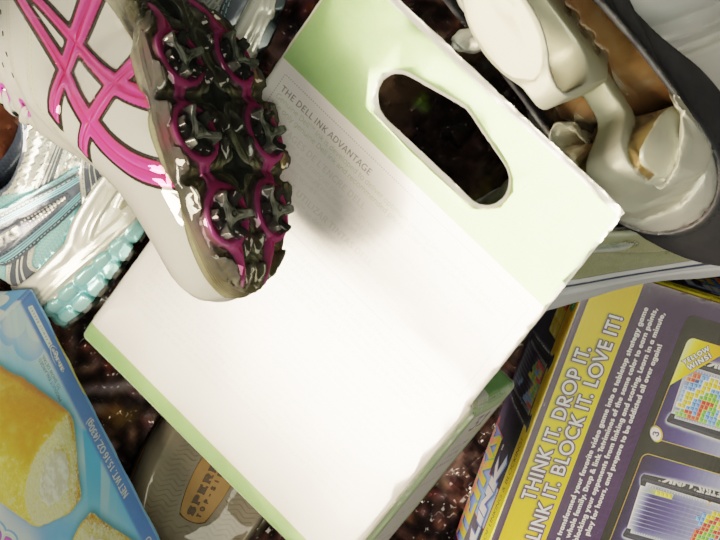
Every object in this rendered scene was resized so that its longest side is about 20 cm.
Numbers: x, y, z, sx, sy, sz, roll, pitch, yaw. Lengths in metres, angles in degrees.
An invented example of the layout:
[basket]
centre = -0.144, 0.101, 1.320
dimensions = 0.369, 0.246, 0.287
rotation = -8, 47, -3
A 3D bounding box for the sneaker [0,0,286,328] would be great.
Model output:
[sneaker]
centre = -0.097, -0.076, 0.979
dimensions = 0.086, 0.078, 0.200
rotation = 31, 100, -13

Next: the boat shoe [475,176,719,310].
[boat shoe]
centre = 0.132, -0.032, 1.003
dimensions = 0.200, 0.062, 0.072
rotation = -20, 77, -24

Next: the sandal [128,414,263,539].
[sandal]
centre = -0.043, 0.042, 1.035
dimensions = 0.082, 0.055, 0.200
rotation = 24, 103, -15

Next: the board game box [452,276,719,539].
[board game box]
centre = 0.136, 0.101, 1.082
dimensions = 0.165, 0.057, 0.200
rotation = 17, 104, -12

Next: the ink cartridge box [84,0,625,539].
[ink cartridge box]
centre = 0.000, 0.000, 0.948
dimensions = 0.146, 0.048, 0.200
rotation = 44, 116, 14

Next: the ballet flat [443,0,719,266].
[ballet flat]
centre = 0.083, -0.065, 0.906
dimensions = 0.073, 0.073, 0.200
rotation = -36, 107, 4

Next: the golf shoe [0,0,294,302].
[golf shoe]
centre = -0.092, -0.073, 0.919
dimensions = 0.092, 0.073, 0.200
rotation = -31, 77, 29

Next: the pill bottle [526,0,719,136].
[pill bottle]
centre = 0.092, -0.158, 0.962
dimensions = 0.113, 0.113, 0.200
rotation = -15, 109, -4

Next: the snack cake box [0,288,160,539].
[snack cake box]
centre = -0.145, 0.122, 1.002
dimensions = 0.067, 0.115, 0.200
rotation = -5, 120, 36
